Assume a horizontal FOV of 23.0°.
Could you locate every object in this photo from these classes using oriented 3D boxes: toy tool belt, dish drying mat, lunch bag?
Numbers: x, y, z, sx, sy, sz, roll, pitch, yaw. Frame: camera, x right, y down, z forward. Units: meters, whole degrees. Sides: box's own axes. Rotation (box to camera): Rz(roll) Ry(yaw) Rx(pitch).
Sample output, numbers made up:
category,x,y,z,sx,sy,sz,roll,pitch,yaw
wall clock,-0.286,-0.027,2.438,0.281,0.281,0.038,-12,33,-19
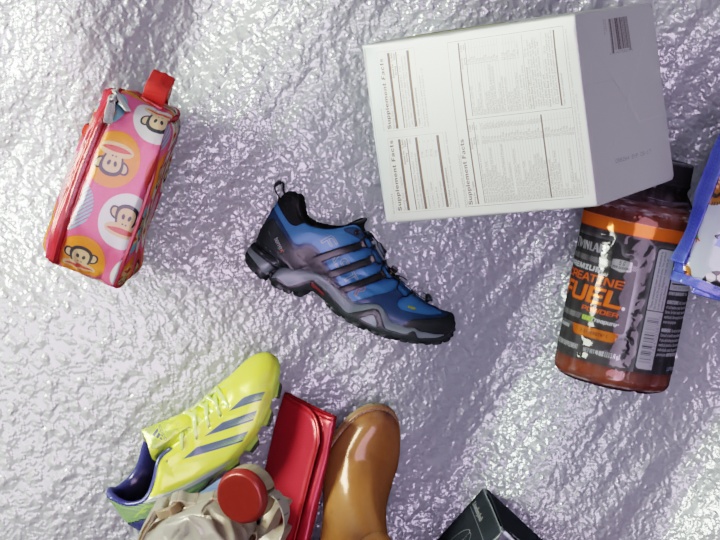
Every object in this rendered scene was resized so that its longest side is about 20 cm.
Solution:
category,x,y,z,sx,sy,sz,roll,pitch,yaw
toy tool belt,-0.119,0.233,1.541,0.125,0.123,0.201,41,113,12
dish drying mat,-0.069,0.217,1.587,0.018,0.077,0.202,7,99,-40
lunch bag,0.363,-0.041,1.506,0.199,0.124,0.171,18,94,-33
lunch bag,-0.197,-0.083,1.481,0.081,0.200,0.178,20,93,-5

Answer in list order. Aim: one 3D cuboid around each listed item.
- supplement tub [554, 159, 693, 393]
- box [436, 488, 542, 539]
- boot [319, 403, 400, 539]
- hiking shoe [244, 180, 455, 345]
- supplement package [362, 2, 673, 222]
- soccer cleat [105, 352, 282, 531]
category,x,y,z,sx,sy,sz,roll,pitch,yaw
supplement tub,0.237,-0.001,1.550,0.106,0.107,0.202,10,96,-3
box,0.088,0.314,1.561,0.107,0.148,0.200,41,95,-6
boot,0.004,0.228,1.539,0.076,0.155,0.201,24,97,-23
hiking shoe,0.000,0.000,1.558,0.199,0.074,0.087,24,96,-4
supplement package,0.131,-0.130,1.467,0.199,0.151,0.152,-4,98,34
soccer cleat,-0.147,0.148,1.573,0.083,0.065,0.201,36,97,-22
